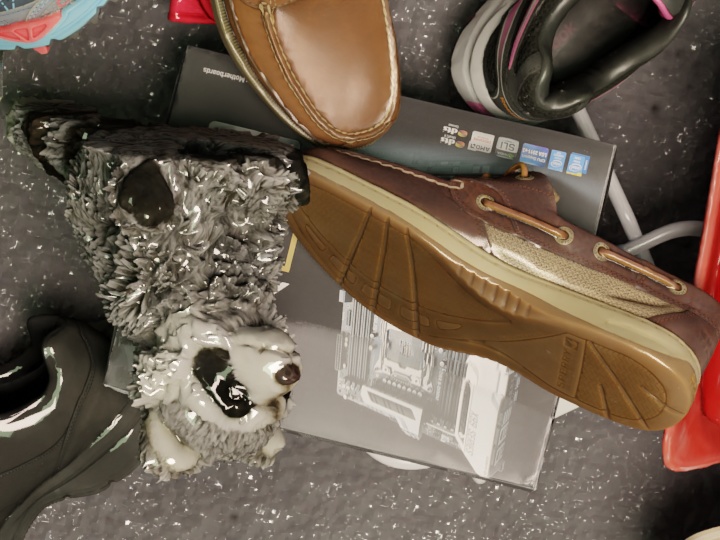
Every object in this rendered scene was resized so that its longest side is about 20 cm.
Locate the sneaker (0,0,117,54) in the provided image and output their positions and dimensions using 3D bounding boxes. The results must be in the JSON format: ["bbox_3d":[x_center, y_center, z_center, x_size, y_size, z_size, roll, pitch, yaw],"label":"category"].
[{"bbox_3d":[-0.179,-0.137,1.010,0.199,0.080,0.096,-11,150,26],"label":"sneaker"}]

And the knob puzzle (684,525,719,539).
[{"bbox_3d":[0.219,0.119,1.172,0.219,0.220,0.031,-16,72,-1],"label":"knob puzzle"}]

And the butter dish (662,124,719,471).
[{"bbox_3d":[0.248,0.004,1.091,0.200,0.148,0.200,-14,119,-47],"label":"butter dish"}]

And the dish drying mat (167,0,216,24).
[{"bbox_3d":[-0.032,-0.202,1.071,0.077,0.018,0.201,0,111,-39],"label":"dish drying mat"}]

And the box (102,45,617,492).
[{"bbox_3d":[0.000,0.000,1.093,0.199,0.050,0.158,14,84,4],"label":"box"}]

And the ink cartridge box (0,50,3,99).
[{"bbox_3d":[-0.190,0.000,1.070,0.076,0.148,0.200,37,102,-18],"label":"ink cartridge box"}]

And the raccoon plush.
[{"bbox_3d":[-0.084,0.006,1.037,0.096,0.200,0.134,-2,104,-25],"label":"raccoon plush"}]

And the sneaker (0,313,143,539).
[{"bbox_3d":[-0.185,0.095,1.136,0.200,0.076,0.091,-46,131,1],"label":"sneaker"}]

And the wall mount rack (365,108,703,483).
[{"bbox_3d":[0.072,0.001,1.147,0.200,0.075,0.174,-24,114,1],"label":"wall mount rack"}]

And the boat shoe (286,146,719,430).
[{"bbox_3d":[0.061,-0.007,1.040,0.200,0.072,0.072,25,145,13],"label":"boat shoe"}]

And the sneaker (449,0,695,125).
[{"bbox_3d":[0.132,-0.136,1.082,0.080,0.086,0.200,38,89,-20],"label":"sneaker"}]

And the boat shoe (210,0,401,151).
[{"bbox_3d":[-0.028,-0.139,1.019,0.072,0.068,0.200,-26,107,-16],"label":"boat shoe"}]
